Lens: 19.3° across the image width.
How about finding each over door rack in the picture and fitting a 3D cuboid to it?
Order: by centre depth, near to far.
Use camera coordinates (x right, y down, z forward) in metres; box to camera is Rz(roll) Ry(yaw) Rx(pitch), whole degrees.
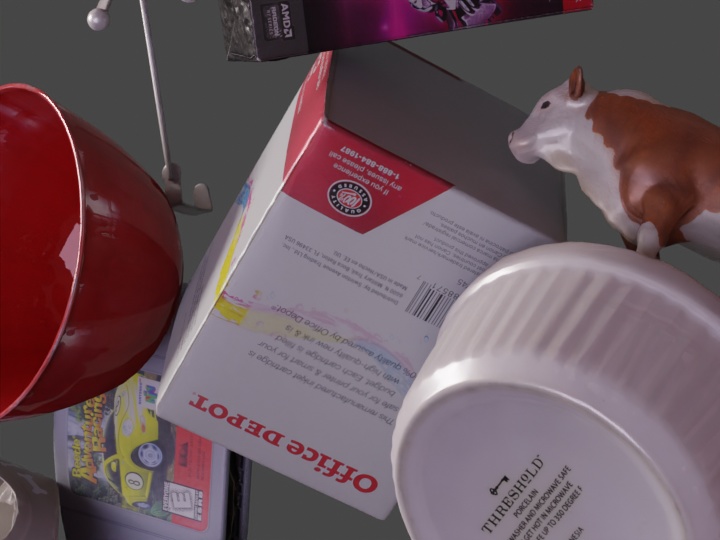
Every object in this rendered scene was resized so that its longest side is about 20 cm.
[{"bbox_3d":[-0.077,-0.138,1.225,0.148,0.067,0.200,-12,96,31],"label":"over door rack"}]

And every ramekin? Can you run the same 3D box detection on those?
[{"bbox_3d":[0.106,0.096,1.012,0.202,0.094,0.203,17,127,25],"label":"ramekin"}]

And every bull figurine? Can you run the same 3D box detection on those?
[{"bbox_3d":[0.171,-0.030,1.062,0.200,0.122,0.065,12,155,-7],"label":"bull figurine"}]

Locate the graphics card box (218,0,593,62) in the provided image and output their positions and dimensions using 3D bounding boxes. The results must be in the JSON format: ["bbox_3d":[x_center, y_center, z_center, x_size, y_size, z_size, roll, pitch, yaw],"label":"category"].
[{"bbox_3d":[0.020,-0.182,1.092,0.051,0.200,0.126,-164,65,-66],"label":"graphics card box"}]

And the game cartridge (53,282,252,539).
[{"bbox_3d":[-0.131,0.103,1.332,0.133,0.041,0.200,13,108,30],"label":"game cartridge"}]

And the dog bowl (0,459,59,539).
[{"bbox_3d":[-0.234,0.214,1.335,0.059,0.200,0.200,11,112,-13],"label":"dog bowl"}]

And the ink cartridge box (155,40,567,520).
[{"bbox_3d":[0.000,0.000,1.145,0.145,0.145,0.200,27,116,-11],"label":"ink cartridge box"}]

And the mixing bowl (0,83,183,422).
[{"bbox_3d":[-0.175,0.000,1.241,0.200,0.108,0.200,-16,69,46],"label":"mixing bowl"}]
